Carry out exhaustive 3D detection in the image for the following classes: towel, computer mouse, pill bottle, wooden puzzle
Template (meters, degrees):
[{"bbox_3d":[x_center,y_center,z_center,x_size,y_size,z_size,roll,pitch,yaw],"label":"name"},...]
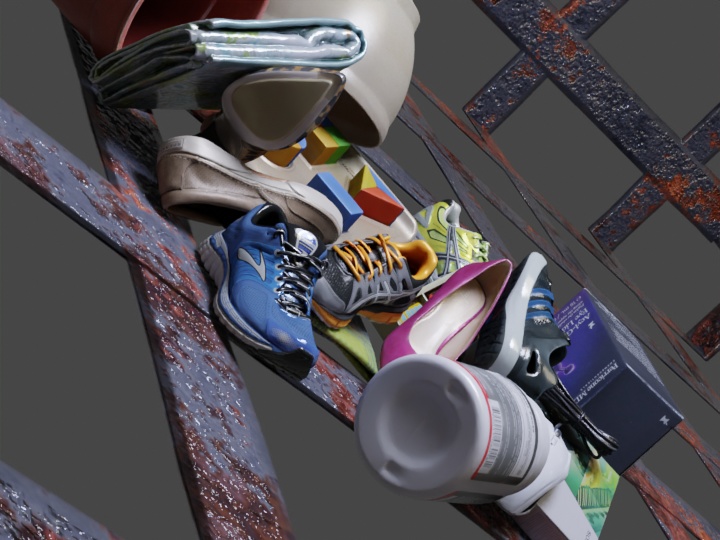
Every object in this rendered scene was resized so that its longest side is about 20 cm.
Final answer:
[{"bbox_3d":[-0.118,-0.183,1.520,0.199,0.170,0.049,-4,84,-44],"label":"towel"},{"bbox_3d":[-0.051,0.012,1.577,0.143,0.023,0.200,40,14,-36],"label":"towel"},{"bbox_3d":[0.172,0.161,1.579,0.110,0.044,0.200,53,33,-1],"label":"computer mouse"},{"bbox_3d":[0.082,0.135,1.415,0.114,0.114,0.200,51,12,22],"label":"pill bottle"},{"bbox_3d":[-0.040,-0.095,1.668,0.186,0.046,0.200,50,29,13],"label":"wooden puzzle"}]

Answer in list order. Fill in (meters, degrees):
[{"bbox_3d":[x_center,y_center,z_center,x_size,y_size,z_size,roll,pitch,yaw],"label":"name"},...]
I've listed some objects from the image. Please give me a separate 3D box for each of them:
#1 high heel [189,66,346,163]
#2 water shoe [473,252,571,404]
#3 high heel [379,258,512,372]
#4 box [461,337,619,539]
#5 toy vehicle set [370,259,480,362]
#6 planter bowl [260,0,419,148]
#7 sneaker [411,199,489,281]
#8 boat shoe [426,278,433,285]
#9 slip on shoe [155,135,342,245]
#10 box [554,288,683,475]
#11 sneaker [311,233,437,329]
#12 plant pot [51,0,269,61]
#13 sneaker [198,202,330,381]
[{"bbox_3d":[-0.070,-0.143,1.511,0.142,0.199,0.072,-29,95,-58],"label":"high heel"},{"bbox_3d":[0.160,0.060,1.634,0.079,0.072,0.200,37,34,-7],"label":"water shoe"},{"bbox_3d":[0.083,0.056,1.579,0.067,0.096,0.200,50,31,-4],"label":"high heel"},{"bbox_3d":[0.158,0.172,1.623,0.200,0.036,0.145,48,33,-9],"label":"box"},{"bbox_3d":[0.098,0.069,1.704,0.125,0.026,0.200,57,32,5],"label":"toy vehicle set"},{"bbox_3d":[-0.023,-0.240,1.764,0.199,0.135,0.200,34,-12,8],"label":"planter bowl"},{"bbox_3d":[0.112,-0.001,1.892,0.075,0.076,0.201,30,22,-55],"label":"sneaker"},{"bbox_3d":[0.026,-0.006,1.780,0.201,0.072,0.068,58,22,10],"label":"boat shoe"},{"bbox_3d":[-0.095,-0.051,1.483,0.199,0.076,0.061,29,54,-43],"label":"slip on shoe"},{"bbox_3d":[0.258,0.139,1.947,0.104,0.148,0.200,41,12,-22],"label":"box"},{"bbox_3d":[0.000,0.000,1.533,0.079,0.077,0.200,54,23,17],"label":"sneaker"},{"bbox_3d":[-0.217,-0.293,1.621,0.195,0.201,0.200,43,10,21],"label":"plant pot"},{"bbox_3d":[-0.069,0.007,1.359,0.078,0.089,0.200,37,16,-36],"label":"sneaker"}]
